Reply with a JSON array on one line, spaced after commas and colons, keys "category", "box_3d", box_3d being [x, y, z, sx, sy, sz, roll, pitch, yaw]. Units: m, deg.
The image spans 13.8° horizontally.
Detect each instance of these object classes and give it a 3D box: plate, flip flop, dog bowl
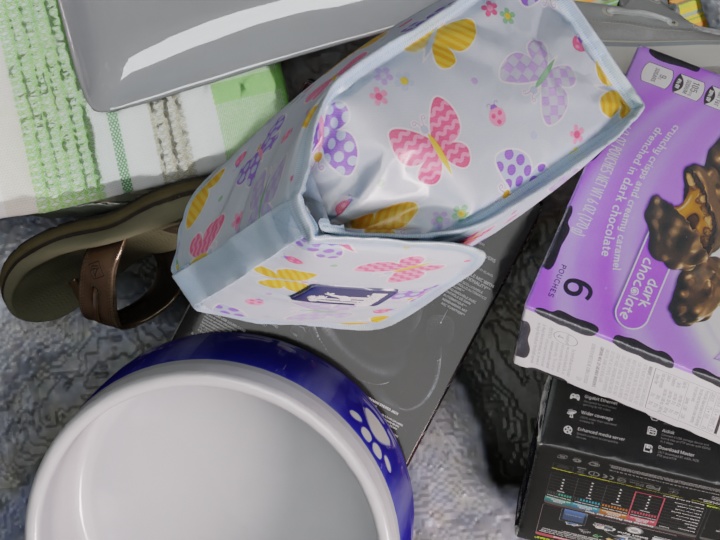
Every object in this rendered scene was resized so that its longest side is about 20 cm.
[{"category": "plate", "box_3d": [-0.068, -0.196, 1.496, 0.199, 0.032, 0.200, -16, 119, -1]}, {"category": "flip flop", "box_3d": [-0.120, -0.001, 1.602, 0.199, 0.081, 0.058, -19, 78, 39]}, {"category": "dog bowl", "box_3d": [-0.073, 0.137, 1.583, 0.199, 0.079, 0.201, 3, 107, 10]}]

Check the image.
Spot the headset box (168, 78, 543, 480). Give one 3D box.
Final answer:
[{"category": "headset box", "box_3d": [0.000, 0.000, 1.635, 0.148, 0.077, 0.201, 27, 92, 2]}]

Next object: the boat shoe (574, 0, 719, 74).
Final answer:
[{"category": "boat shoe", "box_3d": [0.147, -0.118, 1.613, 0.199, 0.072, 0.069, -1, 61, -7]}]

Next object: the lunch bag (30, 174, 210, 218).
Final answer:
[{"category": "lunch bag", "box_3d": [-0.158, -0.125, 1.622, 0.163, 0.118, 0.201, -3, 87, 2]}]

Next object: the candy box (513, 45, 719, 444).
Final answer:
[{"category": "candy box", "box_3d": [0.201, 0.000, 1.515, 0.199, 0.072, 0.168, 21, 64, 9]}]

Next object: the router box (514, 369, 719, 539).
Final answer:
[{"category": "router box", "box_3d": [0.187, 0.112, 1.584, 0.199, 0.150, 0.062, 13, 66, 3]}]

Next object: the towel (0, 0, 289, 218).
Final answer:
[{"category": "towel", "box_3d": [-0.142, -0.112, 1.557, 0.199, 0.031, 0.150, -12, 95, -3]}]

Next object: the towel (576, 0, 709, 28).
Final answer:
[{"category": "towel", "box_3d": [0.162, -0.098, 1.651, 0.086, 0.018, 0.201, -20, 90, 5]}]

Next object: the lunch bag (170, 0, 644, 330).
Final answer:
[{"category": "lunch bag", "box_3d": [0.013, -0.046, 1.476, 0.200, 0.169, 0.128, -32, 90, -30]}]
